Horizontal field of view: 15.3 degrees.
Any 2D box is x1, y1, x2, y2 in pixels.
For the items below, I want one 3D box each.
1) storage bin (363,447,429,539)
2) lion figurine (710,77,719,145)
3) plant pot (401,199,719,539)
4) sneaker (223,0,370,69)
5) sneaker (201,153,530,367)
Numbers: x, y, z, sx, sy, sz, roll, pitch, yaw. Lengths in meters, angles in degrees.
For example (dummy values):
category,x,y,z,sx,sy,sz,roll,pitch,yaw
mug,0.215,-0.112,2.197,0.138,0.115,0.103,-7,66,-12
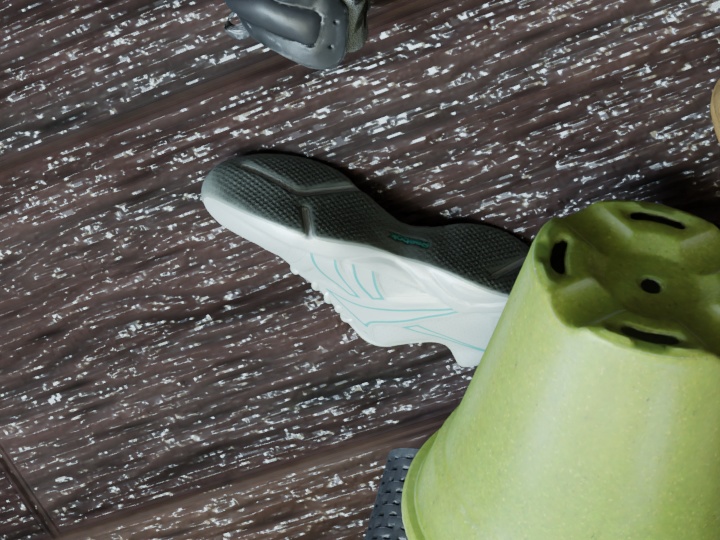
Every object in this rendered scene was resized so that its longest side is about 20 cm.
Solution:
category,x,y,z,sx,sy,sz,roll,pitch,yaw
storage bin,0.097,0.189,1.555,0.199,0.094,0.135,15,157,4
lion figurine,0.237,-0.094,1.374,0.199,0.073,0.123,-29,105,34
plant pot,0.135,0.073,1.428,0.199,0.201,0.185,15,128,4
sneaker,0.003,-0.170,1.382,0.199,0.076,0.114,-5,123,25
sneaker,0.000,0.000,1.500,0.199,0.071,0.081,22,129,-2
